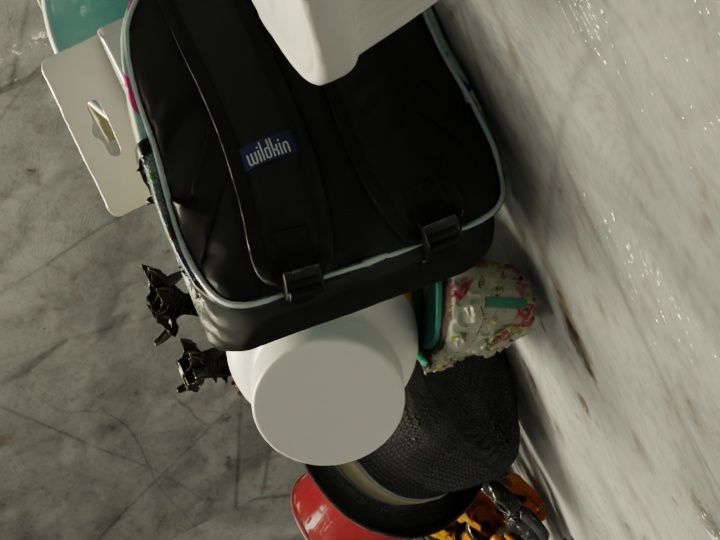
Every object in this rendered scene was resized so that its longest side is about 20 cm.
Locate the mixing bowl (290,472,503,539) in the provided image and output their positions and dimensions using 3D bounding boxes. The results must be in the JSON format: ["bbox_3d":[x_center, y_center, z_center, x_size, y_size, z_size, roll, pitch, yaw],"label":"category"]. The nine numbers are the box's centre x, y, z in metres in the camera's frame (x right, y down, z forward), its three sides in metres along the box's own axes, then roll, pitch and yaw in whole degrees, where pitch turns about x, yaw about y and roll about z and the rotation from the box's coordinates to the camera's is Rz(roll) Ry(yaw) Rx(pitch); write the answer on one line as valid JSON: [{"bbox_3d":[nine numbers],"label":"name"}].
[{"bbox_3d":[0.053,0.195,1.469,0.199,0.109,0.200,28,-161,-11],"label":"mixing bowl"}]

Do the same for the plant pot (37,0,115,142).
[{"bbox_3d":[-0.157,-0.230,1.356,0.200,0.183,0.202,155,90,-86],"label":"plant pot"}]

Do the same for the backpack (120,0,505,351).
[{"bbox_3d":[-0.032,-0.074,0.898,0.151,0.176,0.201,106,143,-75],"label":"backpack"}]

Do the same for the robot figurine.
[{"bbox_3d":[0.056,0.160,1.318,0.199,0.058,0.145,35,148,-3],"label":"robot figurine"}]

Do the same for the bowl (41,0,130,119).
[{"bbox_3d":[-0.112,-0.197,1.205,0.105,0.200,0.202,-20,-97,-59],"label":"bowl"}]

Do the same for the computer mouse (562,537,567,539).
[{"bbox_3d":[0.170,0.270,1.189,0.200,0.046,0.141,-168,54,-84],"label":"computer mouse"}]

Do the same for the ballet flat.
[{"bbox_3d":[0.063,0.027,1.025,0.200,0.063,0.076,-168,79,-84],"label":"ballet flat"}]

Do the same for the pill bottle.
[{"bbox_3d":[-0.025,0.021,1.024,0.200,0.112,0.113,-99,-12,-59],"label":"pill bottle"}]

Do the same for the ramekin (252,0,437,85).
[{"bbox_3d":[-0.019,-0.183,0.687,0.202,0.094,0.203,155,90,-85],"label":"ramekin"}]

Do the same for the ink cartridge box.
[{"bbox_3d":[-0.084,-0.118,1.065,0.116,0.199,0.067,65,174,-15],"label":"ink cartridge box"}]

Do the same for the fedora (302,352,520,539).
[{"bbox_3d":[0.045,0.086,1.175,0.091,0.200,0.202,-8,110,51],"label":"fedora"}]

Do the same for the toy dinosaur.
[{"bbox_3d":[-0.082,0.035,1.300,0.102,0.135,0.201,45,146,48],"label":"toy dinosaur"}]
